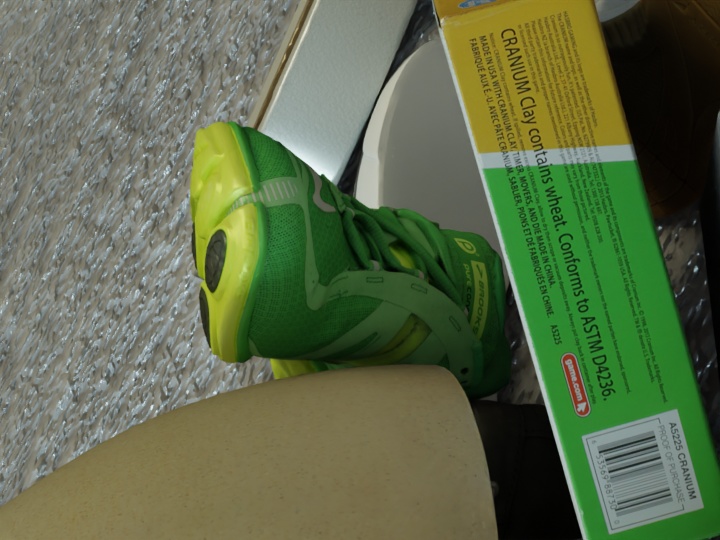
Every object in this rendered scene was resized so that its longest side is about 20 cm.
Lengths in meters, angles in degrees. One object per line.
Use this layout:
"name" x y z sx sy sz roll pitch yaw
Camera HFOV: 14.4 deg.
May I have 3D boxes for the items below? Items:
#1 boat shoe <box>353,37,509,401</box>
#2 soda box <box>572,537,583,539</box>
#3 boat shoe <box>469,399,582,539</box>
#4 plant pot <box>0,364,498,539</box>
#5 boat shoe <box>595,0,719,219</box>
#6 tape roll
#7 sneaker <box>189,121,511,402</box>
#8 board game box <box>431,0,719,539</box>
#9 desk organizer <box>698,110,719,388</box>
"boat shoe" 0.017 0.013 1.030 0.068 0.071 0.201 -28 52 52
"soda box" 0.069 0.154 0.755 0.200 0.063 0.068 -106 4 -60
"boat shoe" 0.015 0.128 0.942 0.201 0.057 0.067 -60 25 15
"plant pot" -0.048 0.124 0.814 0.200 0.134 0.202 -177 90 -79
"boat shoe" 0.116 -0.074 0.908 0.069 0.071 0.200 -39 0 -25
"tape roll" -0.012 -0.083 1.129 0.203 0.037 0.204 -156 90 -85
"sneaker" 0.000 0.000 0.877 0.083 0.200 0.075 -11 72 13
"board game box" 0.058 -0.019 0.822 0.200 0.040 0.154 -92 -14 -77
"desk organizer" 0.137 0.061 0.723 0.072 0.076 0.201 82 -177 -72
